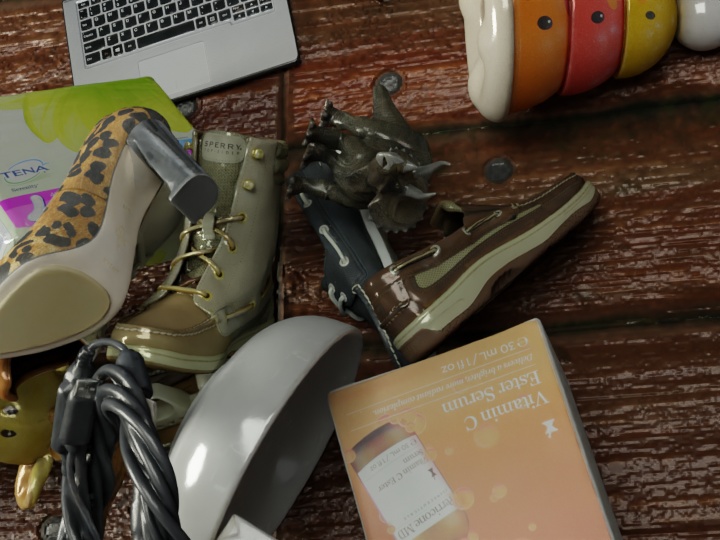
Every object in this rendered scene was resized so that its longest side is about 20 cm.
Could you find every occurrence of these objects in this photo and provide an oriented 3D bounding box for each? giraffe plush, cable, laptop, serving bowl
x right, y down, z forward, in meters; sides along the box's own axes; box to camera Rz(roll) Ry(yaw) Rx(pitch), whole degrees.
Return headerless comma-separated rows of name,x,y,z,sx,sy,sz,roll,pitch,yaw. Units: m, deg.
giraffe plush,-0.271,0.085,1.251,0.199,0.173,0.162,-27,39,-30
cable,-0.145,0.153,1.096,0.051,0.201,0.163,-6,36,-31
laptop,-0.166,-0.244,1.398,0.186,0.116,0.201,-17,64,10
serving bowl,-0.076,0.111,1.166,0.066,0.200,0.201,29,78,12

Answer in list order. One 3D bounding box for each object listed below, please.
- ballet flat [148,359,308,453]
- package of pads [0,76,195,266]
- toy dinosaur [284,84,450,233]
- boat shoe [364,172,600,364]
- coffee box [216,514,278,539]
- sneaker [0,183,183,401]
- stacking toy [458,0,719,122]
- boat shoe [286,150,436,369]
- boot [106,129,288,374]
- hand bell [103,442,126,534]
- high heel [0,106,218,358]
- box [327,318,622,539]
ballet flat,-0.118,0.093,1.266,0.199,0.072,0.072,-18,64,8
package of pads,-0.204,-0.067,1.298,0.199,0.068,0.155,-13,48,-36
toy dinosaur,0.010,-0.074,1.243,0.102,0.200,0.077,21,107,3
boat shoe,0.082,-0.022,1.213,0.075,0.075,0.202,48,53,6
coffee box,-0.053,0.240,1.110,0.080,0.200,0.113,28,77,21
sneaker,-0.179,0.018,1.187,0.085,0.073,0.200,37,62,26
stacking toy,0.175,-0.185,1.285,0.199,0.146,0.147,-4,65,-4
boat shoe,0.000,0.000,1.273,0.060,0.076,0.201,-24,51,4
boot,-0.103,-0.016,1.187,0.072,0.200,0.156,11,100,18
hand bell,-0.187,0.182,1.214,0.104,0.104,0.201,6,76,19
high heel,-0.194,-0.024,1.151,0.200,0.072,0.143,-37,37,-7
box,0.084,0.159,1.157,0.152,0.106,0.201,-21,63,7
